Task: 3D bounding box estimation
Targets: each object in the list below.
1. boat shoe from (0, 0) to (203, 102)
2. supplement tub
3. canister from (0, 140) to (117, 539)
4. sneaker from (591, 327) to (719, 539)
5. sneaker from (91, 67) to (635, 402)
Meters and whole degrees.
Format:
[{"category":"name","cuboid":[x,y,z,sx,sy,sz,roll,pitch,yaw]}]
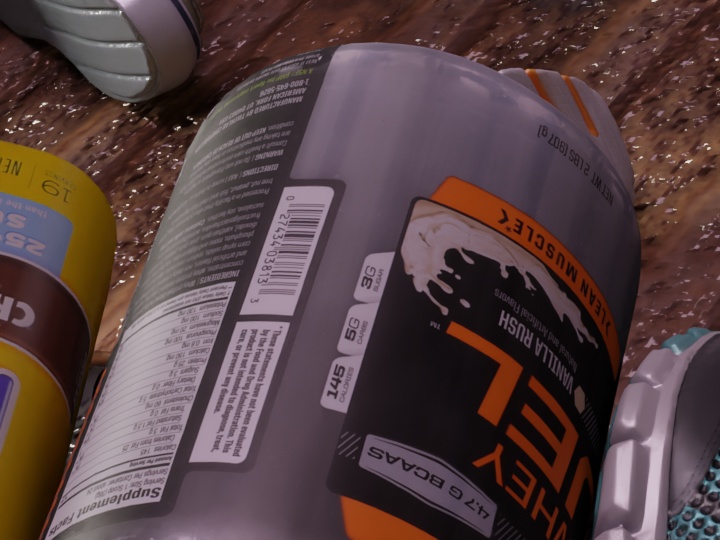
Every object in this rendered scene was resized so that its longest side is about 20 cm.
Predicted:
[{"category":"boat shoe","cuboid":[-0.104,-0.122,1.020,0.062,0.072,0.200,-32,28,-15]},{"category":"supplement tub","cuboid":[-0.007,0.054,0.594,0.122,0.123,0.201,-6,46,25]},{"category":"canister","cuboid":[-0.150,0.045,0.695,0.147,0.087,0.201,11,39,-3]},{"category":"sneaker","cuboid":[0.092,0.089,0.565,0.091,0.078,0.201,5,39,11]},{"category":"sneaker","cuboid":[0.000,0.000,0.754,0.199,0.079,0.077,-31,12,-30]}]
